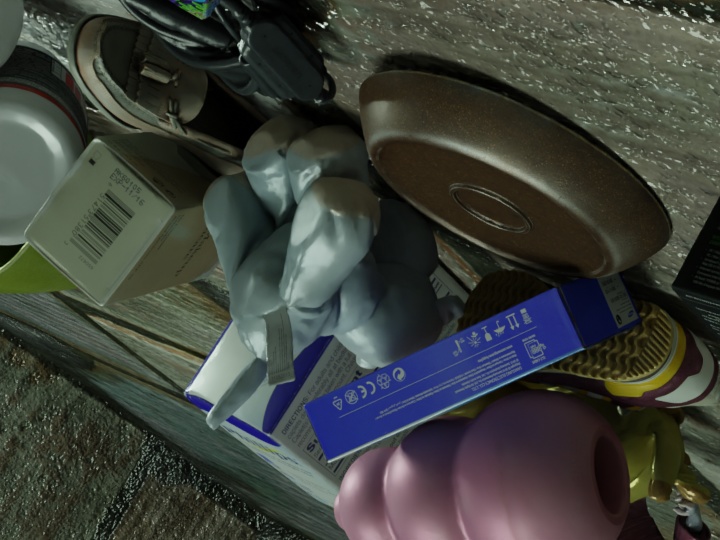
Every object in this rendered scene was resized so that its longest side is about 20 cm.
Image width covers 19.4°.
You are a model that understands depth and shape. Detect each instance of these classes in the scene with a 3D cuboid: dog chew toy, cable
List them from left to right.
[{"bbox_3d":[-0.104,-0.167,1.223,0.163,0.051,0.200,28,171,41],"label":"cable"},{"bbox_3d":[0.074,0.148,1.399,0.200,0.125,0.125,-11,146,28],"label":"dog chew toy"}]

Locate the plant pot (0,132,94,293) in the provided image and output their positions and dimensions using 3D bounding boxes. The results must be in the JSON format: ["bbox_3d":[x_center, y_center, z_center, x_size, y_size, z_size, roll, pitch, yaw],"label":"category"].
[{"bbox_3d":[-0.277,-0.057,1.831,0.187,0.187,0.200,24,-179,32],"label":"plant pot"}]

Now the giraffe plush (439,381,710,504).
[{"bbox_3d":[0.167,0.123,1.519,0.200,0.173,0.162,-19,160,20],"label":"giraffe plush"}]

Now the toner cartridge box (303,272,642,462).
[{"bbox_3d":[0.070,0.059,1.327,0.095,0.200,0.043,-15,-100,-59],"label":"toner cartridge box"}]

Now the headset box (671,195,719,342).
[{"bbox_3d":[0.273,0.038,0.984,0.174,0.093,0.200,19,163,44],"label":"headset box"}]

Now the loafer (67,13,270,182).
[{"bbox_3d":[-0.114,-0.116,1.414,0.063,0.072,0.200,2,159,33],"label":"loafer"}]

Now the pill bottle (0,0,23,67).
[{"bbox_3d":[-0.325,-0.185,1.514,0.112,0.112,0.200,37,167,-26],"label":"pill bottle"}]

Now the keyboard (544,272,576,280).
[{"bbox_3d":[0.104,-0.038,1.307,0.056,0.011,0.200,17,163,33],"label":"keyboard"}]

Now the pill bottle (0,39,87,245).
[{"bbox_3d":[-0.259,-0.102,1.555,0.116,0.116,0.200,35,-167,-17],"label":"pill bottle"}]

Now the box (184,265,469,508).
[{"bbox_3d":[-0.001,0.078,1.609,0.105,0.184,0.200,22,165,43],"label":"box"}]

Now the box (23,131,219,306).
[{"bbox_3d":[-0.147,-0.042,1.502,0.078,0.095,0.200,41,-164,9],"label":"box"}]

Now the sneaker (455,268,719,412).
[{"bbox_3d":[0.149,0.056,1.400,0.090,0.075,0.200,35,168,-38],"label":"sneaker"}]

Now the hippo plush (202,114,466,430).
[{"bbox_3d":[0.000,0.000,1.404,0.161,0.200,0.159,16,145,-35],"label":"hippo plush"}]

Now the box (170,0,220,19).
[{"bbox_3d":[-0.106,-0.222,0.804,0.192,0.122,0.200,32,168,2],"label":"box"}]

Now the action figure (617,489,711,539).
[{"bbox_3d":[0.197,0.212,1.629,0.200,0.134,0.149,61,179,16],"label":"action figure"}]

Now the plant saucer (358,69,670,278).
[{"bbox_3d":[0.082,-0.048,1.223,0.200,0.035,0.200,26,165,8],"label":"plant saucer"}]
